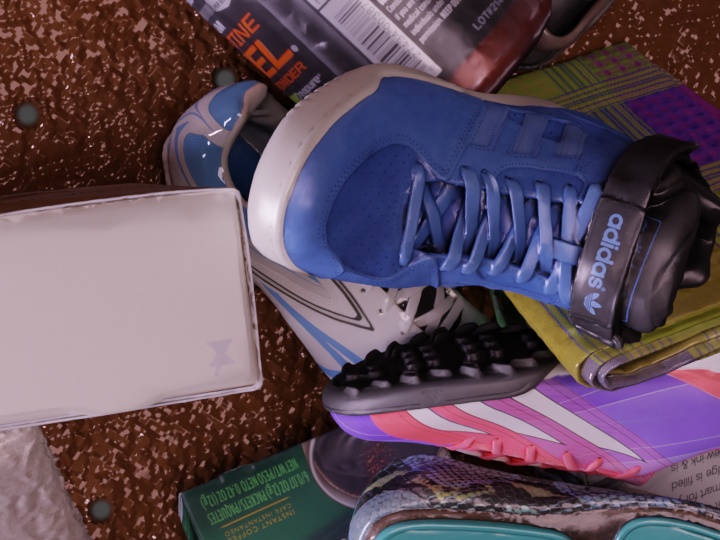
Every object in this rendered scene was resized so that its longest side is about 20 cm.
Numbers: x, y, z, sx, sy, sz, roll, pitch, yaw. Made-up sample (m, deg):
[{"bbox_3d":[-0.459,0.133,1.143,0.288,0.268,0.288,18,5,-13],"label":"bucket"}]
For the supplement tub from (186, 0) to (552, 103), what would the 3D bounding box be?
[{"bbox_3d":[-0.025,-0.138,0.734,0.200,0.107,0.107,43,83,-7],"label":"supplement tub"}]

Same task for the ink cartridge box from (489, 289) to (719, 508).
[{"bbox_3d":[0.152,0.061,0.833,0.145,0.084,0.201,-17,101,-14],"label":"ink cartridge box"}]

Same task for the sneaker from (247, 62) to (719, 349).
[{"bbox_3d":[0.058,-0.020,0.639,0.200,0.111,0.077,-3,114,-53],"label":"sneaker"}]

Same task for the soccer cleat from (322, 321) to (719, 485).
[{"bbox_3d":[0.085,0.059,0.742,0.199,0.068,0.074,-7,106,-8],"label":"soccer cleat"}]

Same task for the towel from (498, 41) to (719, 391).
[{"bbox_3d":[0.108,-0.027,0.760,0.143,0.200,0.023,-20,130,-17],"label":"towel"}]

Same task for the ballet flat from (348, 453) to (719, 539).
[{"bbox_3d":[0.093,0.112,0.750,0.199,0.074,0.075,12,93,-10],"label":"ballet flat"}]

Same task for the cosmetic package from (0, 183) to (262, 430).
[{"bbox_3d":[-0.110,0.007,0.679,0.105,0.200,0.071,-8,95,-18],"label":"cosmetic package"}]

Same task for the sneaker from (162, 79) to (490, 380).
[{"bbox_3d":[0.000,0.000,0.770,0.200,0.072,0.072,42,58,-11],"label":"sneaker"}]

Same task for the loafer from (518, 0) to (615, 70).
[{"bbox_3d":[0.127,-0.172,0.808,0.072,0.063,0.200,38,85,-18],"label":"loafer"}]

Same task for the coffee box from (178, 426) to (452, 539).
[{"bbox_3d":[0.016,0.164,0.769,0.123,0.044,0.200,-21,67,-15],"label":"coffee box"}]

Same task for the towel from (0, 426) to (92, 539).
[{"bbox_3d":[-0.164,0.135,0.715,0.132,0.035,0.200,-26,142,-13],"label":"towel"}]
